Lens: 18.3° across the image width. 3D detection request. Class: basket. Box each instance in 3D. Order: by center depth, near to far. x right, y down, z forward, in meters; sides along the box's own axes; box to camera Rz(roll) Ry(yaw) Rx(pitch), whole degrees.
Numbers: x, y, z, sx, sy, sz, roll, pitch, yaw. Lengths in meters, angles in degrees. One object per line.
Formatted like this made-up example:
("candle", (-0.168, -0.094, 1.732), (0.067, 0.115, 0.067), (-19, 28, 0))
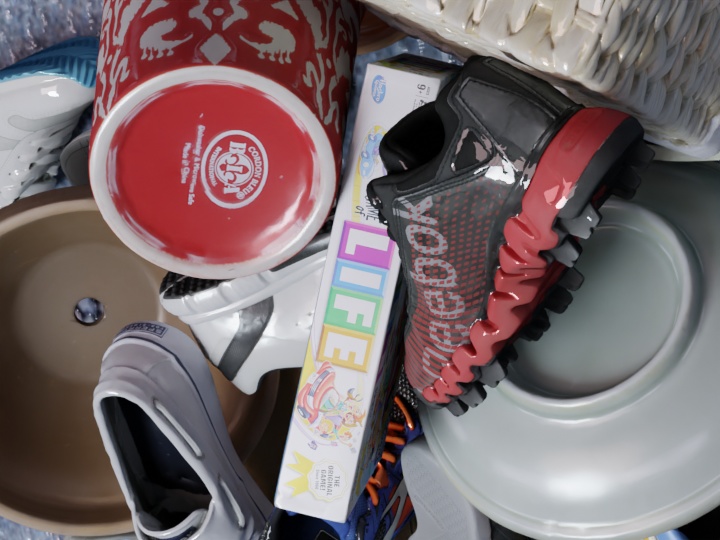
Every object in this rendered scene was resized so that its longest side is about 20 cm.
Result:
("basket", (0.084, -0.178, 0.944), (0.198, 0.161, 0.201), (27, 98, 30))

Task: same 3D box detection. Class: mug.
("mug", (-0.052, -0.079, 1.042), (0.133, 0.200, 0.178), (-21, 120, 13))

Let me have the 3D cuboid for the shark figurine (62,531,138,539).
("shark figurine", (-0.144, 0.154, 1.313), (0.214, 0.089, 0.129), (-4, 100, 45))

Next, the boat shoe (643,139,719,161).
("boat shoe", (0.148, -0.087, 1.018), (0.200, 0.072, 0.068), (6, 111, 41))

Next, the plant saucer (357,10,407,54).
("plant saucer", (-0.011, -0.211, 1.137), (0.200, 0.037, 0.201), (14, 113, 36))

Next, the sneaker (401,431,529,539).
("sneaker", (0.077, 0.120, 1.151), (0.071, 0.099, 0.200), (39, 157, 27))

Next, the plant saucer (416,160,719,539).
("plant saucer", (0.109, 0.024, 1.022), (0.200, 0.050, 0.201), (-13, 57, 21))

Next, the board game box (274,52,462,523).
("board game box", (0.007, 0.003, 1.033), (0.034, 0.134, 0.201), (13, 99, 6))

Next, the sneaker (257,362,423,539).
("sneaker", (-0.004, 0.115, 1.154), (0.075, 0.078, 0.201), (22, 84, 11))

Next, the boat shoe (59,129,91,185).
("boat shoe", (-0.089, -0.068, 1.240), (0.202, 0.065, 0.075), (-14, 115, 47))

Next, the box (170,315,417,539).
("box", (-0.037, 0.073, 1.259), (0.163, 0.021, 0.201), (1, 105, 41))

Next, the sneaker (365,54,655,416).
("sneaker", (0.046, -0.016, 0.931), (0.098, 0.071, 0.201), (36, 145, 10))

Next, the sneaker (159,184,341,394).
("sneaker", (0.000, 0.000, 1.154), (0.199, 0.074, 0.080), (-20, 116, 17))

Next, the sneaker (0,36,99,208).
("sneaker", (-0.203, -0.079, 1.324), (0.200, 0.076, 0.081), (-22, 97, 49))

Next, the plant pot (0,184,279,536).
("plant pot", (-0.149, 0.038, 1.239), (0.093, 0.200, 0.201), (-113, 27, -65))

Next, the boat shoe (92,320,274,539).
("boat shoe", (-0.095, 0.124, 1.184), (0.073, 0.065, 0.200), (-9, 121, 28))

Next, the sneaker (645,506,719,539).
("sneaker", (0.149, 0.114, 1.068), (0.200, 0.090, 0.075), (-41, 77, 40))
